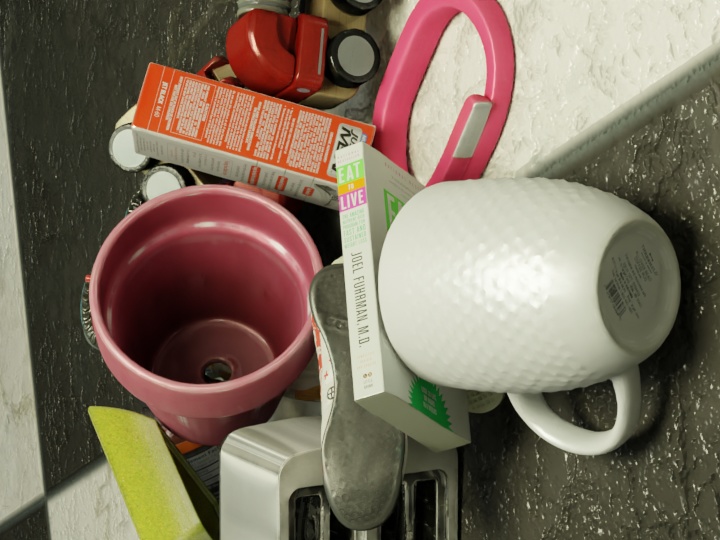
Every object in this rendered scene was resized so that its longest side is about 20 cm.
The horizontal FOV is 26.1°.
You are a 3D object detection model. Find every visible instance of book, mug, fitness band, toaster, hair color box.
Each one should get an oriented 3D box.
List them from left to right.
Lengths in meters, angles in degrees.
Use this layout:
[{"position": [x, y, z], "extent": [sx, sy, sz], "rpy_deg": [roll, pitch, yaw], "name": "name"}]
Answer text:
[{"position": [-0.094, -0.113, 1.343], "extent": [0.111, 0.198, 0.065], "rpy_deg": [135, 152, -80], "name": "hair color box"}, {"position": [-0.019, 0.208, 1.285], "extent": [0.118, 0.179, 0.202], "rpy_deg": [8, 99, 58], "name": "toaster"}, {"position": [0.028, 0.021, 1.160], "extent": [0.048, 0.133, 0.202], "rpy_deg": [-17, 61, 24], "name": "book"}, {"position": [0.065, -0.137, 1.272], "extent": [0.201, 0.037, 0.144], "rpy_deg": [-65, 35, 37], "name": "fitness band"}, {"position": [0.130, 0.034, 1.060], "extent": [0.174, 0.147, 0.202], "rpy_deg": [0, 114, 49], "name": "mug"}]

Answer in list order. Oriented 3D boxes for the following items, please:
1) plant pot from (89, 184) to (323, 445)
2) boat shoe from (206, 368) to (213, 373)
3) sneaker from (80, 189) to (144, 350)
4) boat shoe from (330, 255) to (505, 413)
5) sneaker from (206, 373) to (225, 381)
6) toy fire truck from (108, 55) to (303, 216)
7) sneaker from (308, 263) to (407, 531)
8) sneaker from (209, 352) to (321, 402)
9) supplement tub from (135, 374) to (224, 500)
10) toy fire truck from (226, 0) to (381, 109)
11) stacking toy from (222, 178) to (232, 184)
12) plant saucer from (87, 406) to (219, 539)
[{"position": [-0.130, 0.057, 1.352], "extent": [0.180, 0.198, 0.201], "rpy_deg": [95, 159, -58], "name": "plant pot"}, {"position": [-0.158, 0.021, 1.620], "extent": [0.071, 0.090, 0.202], "rpy_deg": [44, 128, 52], "name": "boat shoe"}, {"position": [-0.208, 0.016, 1.490], "extent": [0.096, 0.078, 0.201], "rpy_deg": [98, -171, -45], "name": "sneaker"}, {"position": [0.054, 0.046, 1.269], "extent": [0.200, 0.062, 0.075], "rpy_deg": [36, 118, 38], "name": "boat shoe"}, {"position": [-0.198, 0.094, 1.725], "extent": [0.090, 0.077, 0.202], "rpy_deg": [151, 121, -67], "name": "sneaker"}, {"position": [-0.103, -0.127, 1.449], "extent": [0.200, 0.129, 0.176], "rpy_deg": [-40, 87, 19], "name": "toy fire truck"}, {"position": [0.003, 0.102, 1.203], "extent": [0.108, 0.066, 0.204], "rpy_deg": [60, -159, -74], "name": "sneaker"}, {"position": [-0.076, 0.073, 1.504], "extent": [0.199, 0.075, 0.089], "rpy_deg": [6, 89, 52], "name": "sneaker"}, {"position": [-0.152, 0.181, 1.522], "extent": [0.107, 0.106, 0.202], "rpy_deg": [12, 129, 60], "name": "supplement tub"}, {"position": [-0.080, -0.245, 1.313], "extent": [0.128, 0.198, 0.178], "rpy_deg": [166, 112, -66], "name": "toy fire truck"}, {"position": [-0.142, -0.009, 1.546], "extent": [0.085, 0.085, 0.202], "rpy_deg": [12, 85, 60], "name": "stacking toy"}, {"position": [-0.151, 0.225, 1.363], "extent": [0.200, 0.048, 0.200], "rpy_deg": [56, 176, 46], "name": "plant saucer"}]
